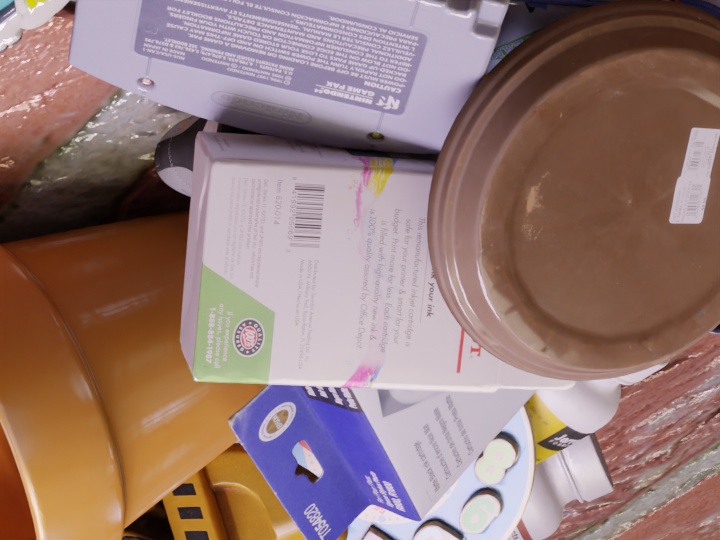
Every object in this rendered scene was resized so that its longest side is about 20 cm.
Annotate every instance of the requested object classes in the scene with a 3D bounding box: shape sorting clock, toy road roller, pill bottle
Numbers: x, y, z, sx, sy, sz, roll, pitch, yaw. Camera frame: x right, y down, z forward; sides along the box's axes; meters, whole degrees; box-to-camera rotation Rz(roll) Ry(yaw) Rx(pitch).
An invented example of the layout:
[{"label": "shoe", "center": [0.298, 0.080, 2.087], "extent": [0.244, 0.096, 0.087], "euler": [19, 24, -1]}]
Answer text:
[{"label": "shape sorting clock", "center": [0.014, 0.114, 1.643], "extent": [0.200, 0.200, 0.039], "euler": [-33, -170, 26]}, {"label": "toy road roller", "center": [-0.096, 0.130, 1.553], "extent": [0.145, 0.201, 0.123], "euler": [-22, 160, 11]}, {"label": "pill bottle", "center": [0.101, 0.073, 1.684], "extent": [0.200, 0.112, 0.111], "euler": [-33, 151, 26]}, {"label": "pill bottle", "center": [0.073, 0.153, 1.820], "extent": [0.199, 0.113, 0.112], "euler": [-22, 154, 5]}]

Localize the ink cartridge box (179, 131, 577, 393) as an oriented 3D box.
[{"label": "ink cartridge box", "center": [0.013, -0.003, 1.299], "extent": [0.199, 0.118, 0.067], "euler": [3, -166, -11]}]

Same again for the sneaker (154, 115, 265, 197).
[{"label": "sneaker", "center": [-0.029, -0.062, 1.402], "extent": [0.079, 0.074, 0.200], "euler": [-8, 170, 41]}]

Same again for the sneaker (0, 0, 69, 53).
[{"label": "sneaker", "center": [-0.147, -0.156, 1.126], "extent": [0.200, 0.078, 0.080], "euler": [-33, 142, 26]}]

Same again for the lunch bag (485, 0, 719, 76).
[{"label": "lunch bag", "center": [0.090, -0.114, 1.307], "extent": [0.199, 0.076, 0.160], "euler": [8, 145, -10]}]

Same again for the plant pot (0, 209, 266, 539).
[{"label": "plant pot", "center": [-0.148, 0.056, 1.422], "extent": [0.183, 0.201, 0.200], "euler": [-25, 158, -26]}]

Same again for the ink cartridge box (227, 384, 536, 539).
[{"label": "ink cartridge box", "center": [0.031, 0.063, 1.439], "extent": [0.200, 0.041, 0.200], "euler": [-47, 151, -11]}]

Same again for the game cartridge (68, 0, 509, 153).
[{"label": "game cartridge", "center": [-0.038, -0.116, 1.229], "extent": [0.199, 0.041, 0.133], "euler": [13, 142, -4]}]

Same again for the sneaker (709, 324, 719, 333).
[{"label": "sneaker", "center": [0.189, -0.041, 1.416], "extent": [0.146, 0.200, 0.081], "euler": [-1, 117, -4]}]

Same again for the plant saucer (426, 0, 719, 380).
[{"label": "plant saucer", "center": [0.129, -0.033, 1.252], "extent": [0.199, 0.029, 0.201], "euler": [-9, 115, -19]}]
